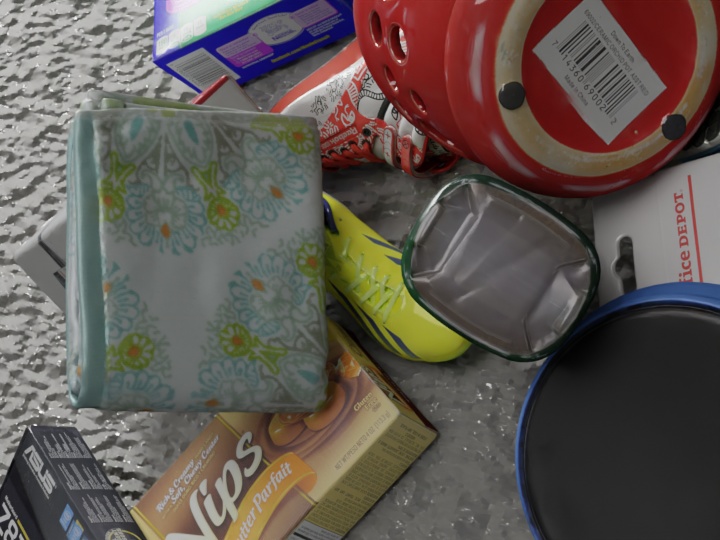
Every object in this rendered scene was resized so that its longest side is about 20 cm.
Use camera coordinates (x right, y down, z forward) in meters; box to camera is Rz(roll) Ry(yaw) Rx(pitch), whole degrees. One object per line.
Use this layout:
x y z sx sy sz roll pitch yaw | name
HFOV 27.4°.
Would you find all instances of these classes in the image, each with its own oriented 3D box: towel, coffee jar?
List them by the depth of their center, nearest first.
0.085 -0.004 0.874 0.104 0.200 0.085 32 96 6 | coffee jar
-0.102 -0.010 0.943 0.048 0.171 0.201 160 111 -63 | towel

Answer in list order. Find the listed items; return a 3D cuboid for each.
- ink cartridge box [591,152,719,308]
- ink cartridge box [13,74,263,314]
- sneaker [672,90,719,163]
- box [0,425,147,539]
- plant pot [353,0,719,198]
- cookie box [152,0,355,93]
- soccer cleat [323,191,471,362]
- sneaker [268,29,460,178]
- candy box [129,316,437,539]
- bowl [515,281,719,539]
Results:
0.241 -0.010 0.854 0.199 0.068 0.116 -15 61 29 | ink cartridge box
-0.152 -0.043 1.065 0.144 0.084 0.200 -46 13 -25 | ink cartridge box
0.265 -0.096 0.872 0.200 0.090 0.079 -21 43 52 | sneaker
-0.207 0.233 1.048 0.200 0.049 0.162 47 118 41 | box
0.115 -0.152 0.899 0.201 0.200 0.183 -51 28 4 | plant pot
-0.084 -0.266 1.214 0.171 0.075 0.201 -20 57 28 | cookie box
-0.001 0.001 1.016 0.200 0.084 0.065 38 92 41 | soccer cleat
0.004 -0.098 1.072 0.201 0.067 0.108 -41 63 25 | sneaker
-0.056 0.140 1.007 0.200 0.055 0.115 -48 49 8 | candy box
0.177 0.108 0.813 0.200 0.039 0.201 1 92 31 | bowl
